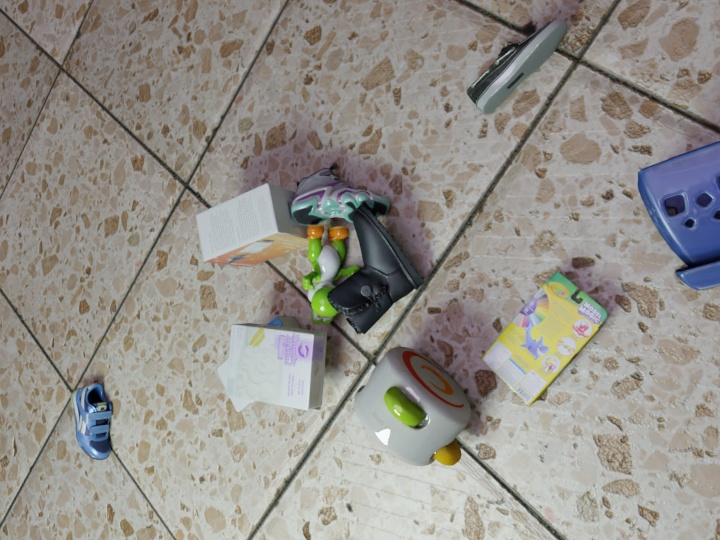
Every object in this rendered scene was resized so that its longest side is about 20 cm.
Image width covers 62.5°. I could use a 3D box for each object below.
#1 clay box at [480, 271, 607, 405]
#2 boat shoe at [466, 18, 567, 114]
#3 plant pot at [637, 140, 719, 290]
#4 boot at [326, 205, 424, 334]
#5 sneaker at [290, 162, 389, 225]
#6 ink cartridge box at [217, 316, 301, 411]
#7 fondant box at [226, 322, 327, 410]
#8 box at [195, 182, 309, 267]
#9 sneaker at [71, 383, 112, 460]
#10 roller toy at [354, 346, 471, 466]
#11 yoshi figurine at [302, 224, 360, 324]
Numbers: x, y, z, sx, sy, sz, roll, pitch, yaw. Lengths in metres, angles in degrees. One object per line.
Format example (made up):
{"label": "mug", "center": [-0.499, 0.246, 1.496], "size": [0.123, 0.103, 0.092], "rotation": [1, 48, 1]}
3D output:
{"label": "clay box", "center": [0.311, 0.113, 1.001], "size": [0.115, 0.047, 0.201], "rotation": [44, 105, 25]}
{"label": "boat shoe", "center": [0.272, -0.373, 1.052], "size": [0.200, 0.071, 0.064], "rotation": [-43, 69, 21]}
{"label": "plant pot", "center": [0.513, -0.078, 0.825], "size": [0.199, 0.200, 0.182], "rotation": [-18, 83, 26]}
{"label": "boot", "center": [0.000, 0.000, 1.122], "size": [0.168, 0.076, 0.201], "rotation": [-37, 87, -5]}
{"label": "sneaker", "center": [-0.040, -0.168, 1.209], "size": [0.198, 0.078, 0.141], "rotation": [-1, 52, 2]}
{"label": "ink cartridge box", "center": [-0.201, 0.201, 1.267], "size": [0.200, 0.068, 0.116], "rotation": [-39, 69, 20]}
{"label": "fondant box", "center": [-0.168, 0.186, 1.180], "size": [0.198, 0.058, 0.146], "rotation": [3, 88, 26]}
{"label": "box", "center": [-0.217, -0.089, 1.253], "size": [0.199, 0.152, 0.107], "rotation": [-19, 78, 27]}
{"label": "sneaker", "center": [-0.678, 0.382, 1.516], "size": [0.082, 0.074, 0.201], "rotation": [-30, 73, 21]}
{"label": "roller toy", "center": [0.089, 0.241, 1.040], "size": [0.140, 0.199, 0.183], "rotation": [-53, 30, 15]}
{"label": "yoshi figurine", "center": [-0.065, 0.010, 1.189], "size": [0.111, 0.112, 0.202], "rotation": [2, 90, 22]}
